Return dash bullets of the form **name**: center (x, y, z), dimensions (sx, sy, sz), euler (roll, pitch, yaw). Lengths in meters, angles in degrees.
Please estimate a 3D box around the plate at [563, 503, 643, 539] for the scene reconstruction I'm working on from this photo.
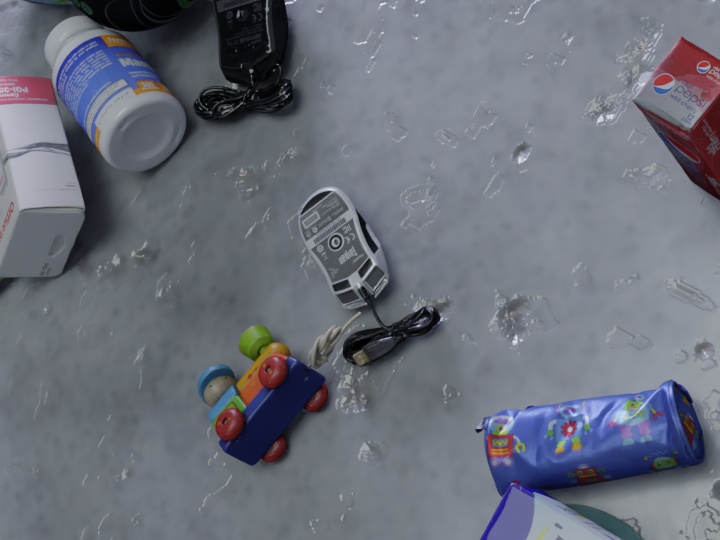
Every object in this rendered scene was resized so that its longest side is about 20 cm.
- **plate**: center (0.181, 0.310, 1.187), dimensions (0.199, 0.026, 0.202), euler (-10, 70, 27)

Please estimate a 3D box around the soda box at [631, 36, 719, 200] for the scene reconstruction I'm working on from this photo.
- **soda box**: center (0.310, -0.124, 1.161), dimensions (0.063, 0.200, 0.070), euler (41, 95, 32)

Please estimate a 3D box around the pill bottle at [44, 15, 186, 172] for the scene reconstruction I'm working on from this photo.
- **pill bottle**: center (-0.303, -0.220, 1.594), dimensions (0.112, 0.112, 0.200), euler (-45, 58, 8)

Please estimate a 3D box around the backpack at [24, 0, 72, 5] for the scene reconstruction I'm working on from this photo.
- **backpack**: center (-0.423, -0.429, 1.695), dimensions (0.199, 0.183, 0.148), euler (11, 81, 44)

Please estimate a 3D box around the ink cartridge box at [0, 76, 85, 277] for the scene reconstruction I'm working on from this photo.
- **ink cartridge box**: center (-0.406, -0.112, 1.595), dimensions (0.147, 0.082, 0.201), euler (-54, 47, 46)

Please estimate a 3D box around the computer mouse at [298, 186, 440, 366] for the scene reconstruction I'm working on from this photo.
- **computer mouse**: center (0.000, 0.000, 1.390), dimensions (0.109, 0.044, 0.201), euler (-35, 65, 20)

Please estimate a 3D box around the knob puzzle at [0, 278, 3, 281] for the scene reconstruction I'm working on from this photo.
- **knob puzzle**: center (-0.538, -0.014, 1.703), dimensions (0.218, 0.030, 0.221), euler (-10, 69, 27)

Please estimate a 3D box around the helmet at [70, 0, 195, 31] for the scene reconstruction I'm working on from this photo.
- **helmet**: center (-0.268, -0.385, 1.584), dimensions (0.198, 0.191, 0.202), euler (-1, 83, 8)

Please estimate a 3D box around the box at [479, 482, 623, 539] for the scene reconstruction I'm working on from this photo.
- **box**: center (0.177, 0.309, 1.108), dimensions (0.199, 0.105, 0.185), euler (28, 90, 26)

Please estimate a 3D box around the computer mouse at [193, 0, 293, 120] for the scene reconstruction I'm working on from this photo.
- **computer mouse**: center (-0.130, -0.275, 1.557), dimensions (0.138, 0.053, 0.202), euler (-5, 81, 29)

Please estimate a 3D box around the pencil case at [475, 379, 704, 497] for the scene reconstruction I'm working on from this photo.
- **pencil case**: center (0.209, 0.151, 1.196), dimensions (0.199, 0.078, 0.087), euler (-14, 49, 25)

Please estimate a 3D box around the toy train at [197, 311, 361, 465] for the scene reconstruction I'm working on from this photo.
- **toy train**: center (-0.087, 0.094, 1.388), dimensions (0.200, 0.085, 0.116), euler (-50, 44, 5)
